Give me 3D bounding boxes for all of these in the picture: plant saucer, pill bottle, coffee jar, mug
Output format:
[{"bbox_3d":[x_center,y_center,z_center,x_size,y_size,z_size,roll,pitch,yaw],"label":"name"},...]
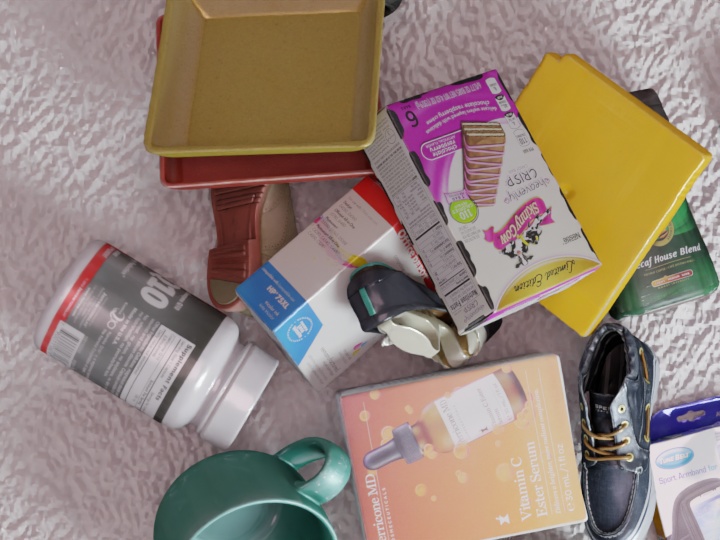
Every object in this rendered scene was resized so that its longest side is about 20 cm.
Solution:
[{"bbox_3d":[-0.082,-0.152,1.496,0.199,0.037,0.200,-5,57,-2],"label":"plant saucer"},{"bbox_3d":[-0.180,0.069,1.483,0.200,0.114,0.114,31,87,-2],"label":"pill bottle"},{"bbox_3d":[0.252,-0.062,1.519,0.104,0.085,0.201,-17,88,-3],"label":"coffee jar"},{"bbox_3d":[-0.092,0.231,1.470,0.184,0.114,0.153,-19,120,-11],"label":"mug"},{"bbox_3d":[-0.077,-0.174,1.447,0.199,0.049,0.201,-1,59,9],"label":"plant saucer"}]

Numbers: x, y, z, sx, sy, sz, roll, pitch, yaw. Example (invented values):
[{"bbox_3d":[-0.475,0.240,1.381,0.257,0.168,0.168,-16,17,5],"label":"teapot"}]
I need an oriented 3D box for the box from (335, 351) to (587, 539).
[{"bbox_3d":[0.088,0.166,1.495,0.199,0.106,0.153,-11,89,-3],"label":"box"}]

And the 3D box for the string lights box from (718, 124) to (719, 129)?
[{"bbox_3d":[0.437,-0.086,1.541,0.103,0.059,0.200,-37,90,-4],"label":"string lights box"}]

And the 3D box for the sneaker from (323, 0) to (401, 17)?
[{"bbox_3d":[-0.047,-0.284,1.509,0.199,0.075,0.085,8,68,-2],"label":"sneaker"}]

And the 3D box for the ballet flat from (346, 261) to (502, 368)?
[{"bbox_3d":[0.063,0.051,1.466,0.073,0.200,0.073,-16,65,37],"label":"ballet flat"}]

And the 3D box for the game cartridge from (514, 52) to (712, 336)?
[{"bbox_3d":[0.190,-0.071,1.480,0.176,0.032,0.200,40,112,19],"label":"game cartridge"}]

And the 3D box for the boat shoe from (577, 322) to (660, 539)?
[{"bbox_3d":[0.223,0.149,1.487,0.071,0.091,0.201,-2,71,27],"label":"boat shoe"}]

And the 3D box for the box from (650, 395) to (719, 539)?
[{"bbox_3d":[0.332,0.221,1.537,0.119,0.041,0.201,-14,91,-3],"label":"box"}]

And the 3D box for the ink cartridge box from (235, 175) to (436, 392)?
[{"bbox_3d":[0.000,0.000,1.482,0.200,0.116,0.067,-41,52,-6],"label":"ink cartridge box"}]

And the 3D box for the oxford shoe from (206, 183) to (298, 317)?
[{"bbox_3d":[-0.092,-0.053,1.524,0.071,0.074,0.201,-2,73,41],"label":"oxford shoe"}]

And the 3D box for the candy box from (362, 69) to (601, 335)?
[{"bbox_3d":[0.102,-0.061,1.429,0.136,0.061,0.201,-22,81,-35],"label":"candy box"}]
